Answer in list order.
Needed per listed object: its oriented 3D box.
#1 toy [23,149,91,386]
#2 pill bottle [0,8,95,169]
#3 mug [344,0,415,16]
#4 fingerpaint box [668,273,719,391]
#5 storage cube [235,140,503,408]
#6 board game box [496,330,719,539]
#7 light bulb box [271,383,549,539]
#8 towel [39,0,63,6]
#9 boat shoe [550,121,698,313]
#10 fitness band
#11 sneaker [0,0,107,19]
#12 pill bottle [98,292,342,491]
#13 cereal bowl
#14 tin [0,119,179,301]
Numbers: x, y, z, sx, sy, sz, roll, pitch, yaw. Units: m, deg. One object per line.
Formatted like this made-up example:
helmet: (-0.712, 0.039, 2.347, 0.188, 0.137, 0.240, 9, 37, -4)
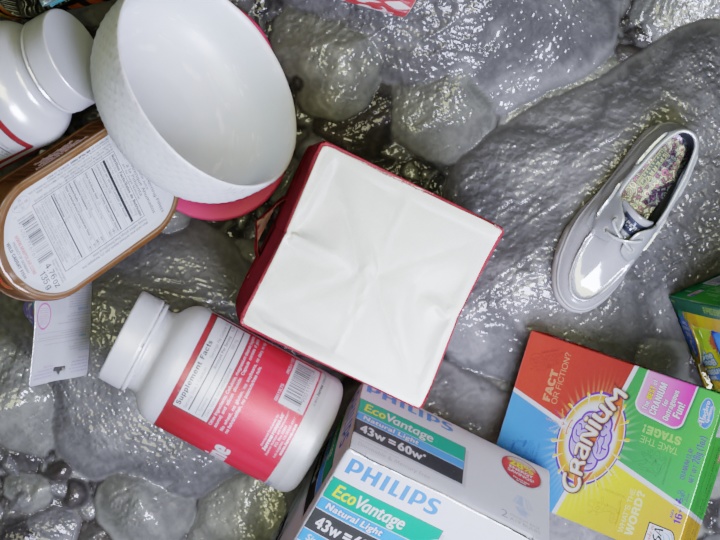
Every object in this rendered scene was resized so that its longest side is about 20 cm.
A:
toy: (-0.276, -0.005, 1.395, 0.047, 0.115, 0.202, 8, 94, 16)
pill bottle: (-0.320, -0.142, 1.345, 0.199, 0.112, 0.113, -23, 95, 21)
mug: (-0.031, -0.326, 1.385, 0.198, 0.133, 0.179, 18, 92, -10)
fingerpaint box: (0.360, 0.092, 1.401, 0.073, 0.200, 0.168, -23, 95, -4)
storage cube: (0.000, 0.000, 1.378, 0.199, 0.180, 0.172, 26, 90, -6)
board game box: (0.223, 0.155, 1.415, 0.199, 0.040, 0.154, 18, 92, 35)
light bulb box: (0.037, 0.241, 1.389, 0.197, 0.125, 0.201, 26, 114, -6)
towel: (-0.243, -0.310, 1.350, 0.146, 0.022, 0.200, -22, 57, -22)
boat shoe: (0.247, -0.048, 1.451, 0.072, 0.069, 0.200, 40, 89, -5)
fitness band: (-0.140, -0.145, 1.433, 0.142, 0.037, 0.202, -12, 95, -7)
sneaker: (-0.245, -0.269, 1.401, 0.199, 0.090, 0.071, -21, 103, -30)
pill bottle: (-0.125, 0.103, 1.398, 0.199, 0.112, 0.113, 29, 90, -5)
cereal bowl: (-0.152, -0.143, 1.339, 0.083, 0.200, 0.201, -29, 96, 36)
tin: (-0.236, -0.052, 1.339, 0.200, 0.042, 0.113, -39, 121, -33)
